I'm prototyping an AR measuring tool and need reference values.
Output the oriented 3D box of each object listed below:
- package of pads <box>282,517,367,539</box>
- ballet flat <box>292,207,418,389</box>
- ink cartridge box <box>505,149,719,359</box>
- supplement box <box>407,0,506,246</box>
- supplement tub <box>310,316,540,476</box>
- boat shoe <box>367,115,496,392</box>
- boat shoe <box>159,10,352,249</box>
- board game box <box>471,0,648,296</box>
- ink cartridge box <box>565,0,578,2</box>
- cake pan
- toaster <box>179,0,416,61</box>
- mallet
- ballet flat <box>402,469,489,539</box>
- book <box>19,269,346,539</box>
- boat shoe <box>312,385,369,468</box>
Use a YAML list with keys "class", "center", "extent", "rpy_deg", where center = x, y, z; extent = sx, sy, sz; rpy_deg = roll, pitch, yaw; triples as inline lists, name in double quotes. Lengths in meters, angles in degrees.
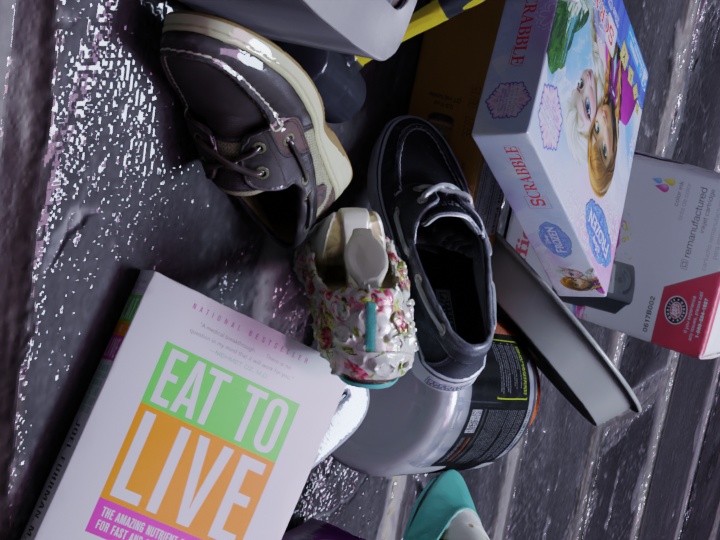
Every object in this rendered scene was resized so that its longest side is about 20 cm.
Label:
- class: "package of pads"
  center: [-0.043, 0.239, 0.917]
  extent: [0.199, 0.119, 0.077]
  rpy_deg: [-14, 118, -57]
- class: "ballet flat"
  center: [0.000, 0.000, 0.820]
  extent: [0.200, 0.074, 0.065]
  rpy_deg: [-115, -155, -65]
- class: "ink cartridge box"
  center: [0.229, -0.026, 1.177]
  extent: [0.085, 0.198, 0.150]
  rpy_deg: [-6, 111, -59]
- class: "supplement box"
  center: [0.076, -0.114, 0.989]
  extent: [0.069, 0.066, 0.203]
  rpy_deg: [-7, 112, -62]
- class: "supplement tub"
  center: [0.053, 0.084, 1.001]
  extent: [0.199, 0.121, 0.124]
  rpy_deg: [12, 95, -62]
- class: "boat shoe"
  center: [0.050, -0.026, 0.897]
  extent: [0.068, 0.071, 0.203]
  rpy_deg: [116, -27, -56]
- class: "boat shoe"
  center: [-0.057, -0.071, 0.765]
  extent: [0.200, 0.072, 0.066]
  rpy_deg: [48, 59, -59]
- class: "board game box"
  center: [0.146, -0.118, 0.965]
  extent: [0.200, 0.041, 0.202]
  rpy_deg: [52, 46, -51]
- class: "ink cartridge box"
  center: [0.079, -0.259, 0.845]
  extent: [0.200, 0.127, 0.127]
  rpy_deg: [29, 80, -61]
- class: "cake pan"
  center: [0.141, 0.044, 1.085]
  extent: [0.037, 0.201, 0.200]
  rpy_deg: [-40, 148, 0]
- class: "toaster"
  center: [-0.042, -0.209, 0.665]
  extent: [0.180, 0.117, 0.203]
  rpy_deg: [31, 79, -61]
- class: "mallet"
  center: [0.038, -0.152, 0.803]
  extent: [0.066, 0.198, 0.042]
  rpy_deg: [22, 43, -57]
- class: "ballet flat"
  center: [0.052, 0.205, 0.892]
  extent: [0.200, 0.069, 0.068]
  rpy_deg: [-52, 130, -48]
- class: "book"
  center: [-0.104, 0.119, 0.765]
  extent: [0.132, 0.048, 0.202]
  rpy_deg: [27, 79, -25]
- class: "boat shoe"
  center: [-0.079, 0.119, 0.837]
  extent: [0.199, 0.062, 0.073]
  rpy_deg: [-33, 104, -28]
